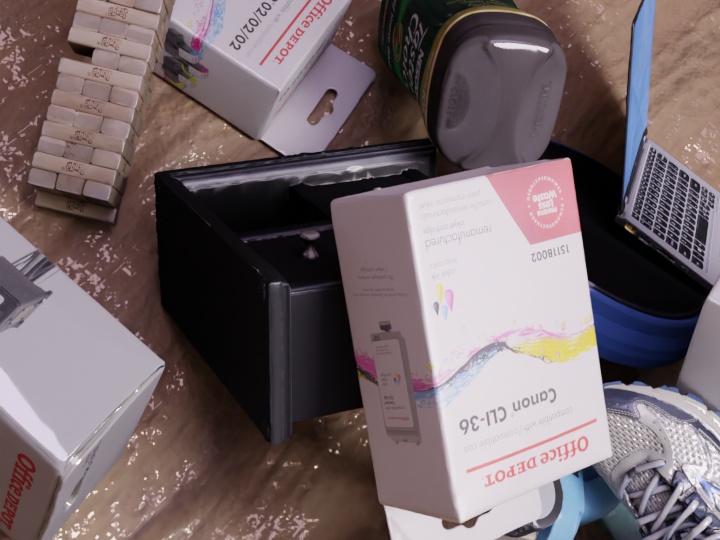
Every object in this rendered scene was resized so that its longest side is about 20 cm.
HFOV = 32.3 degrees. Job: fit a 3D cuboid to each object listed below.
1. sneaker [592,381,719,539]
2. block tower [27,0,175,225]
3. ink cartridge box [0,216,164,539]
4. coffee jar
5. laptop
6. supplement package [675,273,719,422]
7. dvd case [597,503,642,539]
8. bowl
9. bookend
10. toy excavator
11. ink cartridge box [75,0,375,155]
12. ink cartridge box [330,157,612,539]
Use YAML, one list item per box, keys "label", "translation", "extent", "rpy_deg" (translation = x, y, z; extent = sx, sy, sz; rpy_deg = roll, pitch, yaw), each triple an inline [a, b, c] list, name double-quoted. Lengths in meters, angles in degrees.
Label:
- label: "sneaker"
  translation: [0.196, 0.145, 0.707]
  extent: [0.200, 0.077, 0.085]
  rpy_deg: [41, 39, 1]
- label: "block tower"
  translation: [-0.158, -0.134, 0.788]
  extent: [0.054, 0.058, 0.202]
  rpy_deg: [14, 86, -3]
- label: "ink cartridge box"
  translation: [-0.214, 0.042, 0.672]
  extent: [0.200, 0.145, 0.083]
  rpy_deg: [41, 55, 4]
- label: "coffee jar"
  translation: [0.072, -0.148, 0.850]
  extent: [0.085, 0.105, 0.200]
  rpy_deg: [2, 29, -14]
- label: "laptop"
  translation: [0.247, -0.091, 0.886]
  extent: [0.200, 0.116, 0.187]
  rpy_deg: [37, 29, 0]
- label: "supplement package"
  translation: [0.275, 0.061, 0.726]
  extent: [0.155, 0.201, 0.111]
  rpy_deg: [25, 60, 19]
- label: "dvd case"
  translation: [0.273, 0.161, 0.819]
  extent: [0.199, 0.022, 0.146]
  rpy_deg: [-31, 72, -9]
- label: "bowl"
  translation: [0.156, -0.020, 0.855]
  extent: [0.199, 0.039, 0.201]
  rpy_deg: [23, 33, -16]
- label: "bookend"
  translation: [0.000, 0.000, 0.740]
  extent: [0.197, 0.093, 0.200]
  rpy_deg: [-9, 24, -23]
- label: "toy excavator"
  translation: [0.140, 0.108, 0.813]
  extent: [0.199, 0.100, 0.196]
  rpy_deg: [19, 57, -26]
- label: "ink cartridge box"
  translation: [-0.085, -0.176, 0.877]
  extent: [0.199, 0.068, 0.115]
  rpy_deg: [33, 58, -1]
- label: "ink cartridge box"
  translation: [0.062, 0.051, 0.639]
  extent: [0.116, 0.067, 0.202]
  rpy_deg: [-14, 98, -36]
